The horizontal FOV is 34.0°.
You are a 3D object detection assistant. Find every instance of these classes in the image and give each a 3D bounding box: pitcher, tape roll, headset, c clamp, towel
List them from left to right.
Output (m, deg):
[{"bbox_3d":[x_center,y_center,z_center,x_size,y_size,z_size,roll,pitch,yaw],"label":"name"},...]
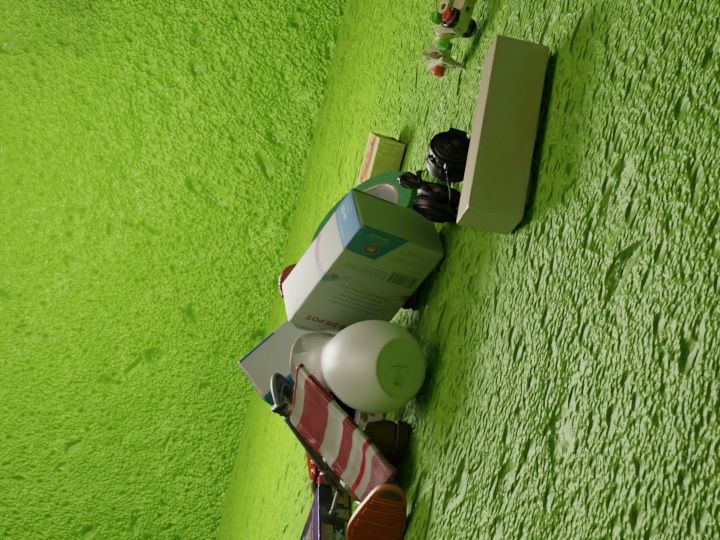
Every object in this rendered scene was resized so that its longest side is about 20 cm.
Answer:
[{"bbox_3d":[-0.077,0.243,1.733,0.027,0.201,0.171,-33,5,12],"label":"c clamp"},{"bbox_3d":[-0.028,0.234,1.592,0.200,0.023,0.145,46,151,23],"label":"towel"},{"bbox_3d":[0.012,-0.063,1.800,0.199,0.048,0.202,-32,29,20],"label":"tape roll"},{"bbox_3d":[0.021,0.130,1.600,0.199,0.169,0.124,-4,83,58],"label":"pitcher"},{"bbox_3d":[0.099,-0.125,1.563,0.200,0.092,0.125,-70,-4,-74],"label":"headset"}]

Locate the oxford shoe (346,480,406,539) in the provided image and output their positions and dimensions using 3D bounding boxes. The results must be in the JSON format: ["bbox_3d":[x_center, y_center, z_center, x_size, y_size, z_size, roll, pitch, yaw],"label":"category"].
[{"bbox_3d":[0.015,0.328,1.532,0.073,0.070,0.202,-80,8,-48],"label":"oxford shoe"}]

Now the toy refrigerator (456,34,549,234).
[{"bbox_3d":[0.162,-0.150,1.316,0.076,0.069,0.203,114,167,-76],"label":"toy refrigerator"}]

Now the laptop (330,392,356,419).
[{"bbox_3d":[-0.031,0.168,1.863,0.200,0.114,0.190,131,151,-70],"label":"laptop"}]

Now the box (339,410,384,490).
[{"bbox_3d":[0.010,0.230,1.769,0.041,0.038,0.203,173,110,-81],"label":"box"}]

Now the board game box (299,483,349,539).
[{"bbox_3d":[-0.062,0.464,1.836,0.201,0.056,0.167,-94,18,-60],"label":"board game box"}]

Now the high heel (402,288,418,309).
[{"bbox_3d":[0.032,0.008,1.763,0.200,0.094,0.068,-115,40,-75],"label":"high heel"}]

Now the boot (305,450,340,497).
[{"bbox_3d":[-0.058,0.286,1.909,0.108,0.074,0.202,-89,-7,-54],"label":"boot"}]

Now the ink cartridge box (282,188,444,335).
[{"bbox_3d":[0.000,0.000,1.650,0.201,0.143,0.085,-52,36,31],"label":"ink cartridge box"}]

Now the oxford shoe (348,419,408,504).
[{"bbox_3d":[0.008,0.265,1.656,0.201,0.070,0.072,111,166,-48],"label":"oxford shoe"}]

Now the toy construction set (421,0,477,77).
[{"bbox_3d":[0.130,-0.390,1.736,0.130,0.091,0.204,7,91,56],"label":"toy construction set"}]

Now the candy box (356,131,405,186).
[{"bbox_3d":[0.024,-0.142,2.127,0.115,0.054,0.203,-122,45,-76],"label":"candy box"}]

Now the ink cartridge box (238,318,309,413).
[{"bbox_3d":[-0.095,0.160,1.927,0.144,0.084,0.200,-40,-24,-1],"label":"ink cartridge box"}]

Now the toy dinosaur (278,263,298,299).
[{"bbox_3d":[-0.041,0.008,1.927,0.201,0.178,0.106,-85,8,-55],"label":"toy dinosaur"}]
